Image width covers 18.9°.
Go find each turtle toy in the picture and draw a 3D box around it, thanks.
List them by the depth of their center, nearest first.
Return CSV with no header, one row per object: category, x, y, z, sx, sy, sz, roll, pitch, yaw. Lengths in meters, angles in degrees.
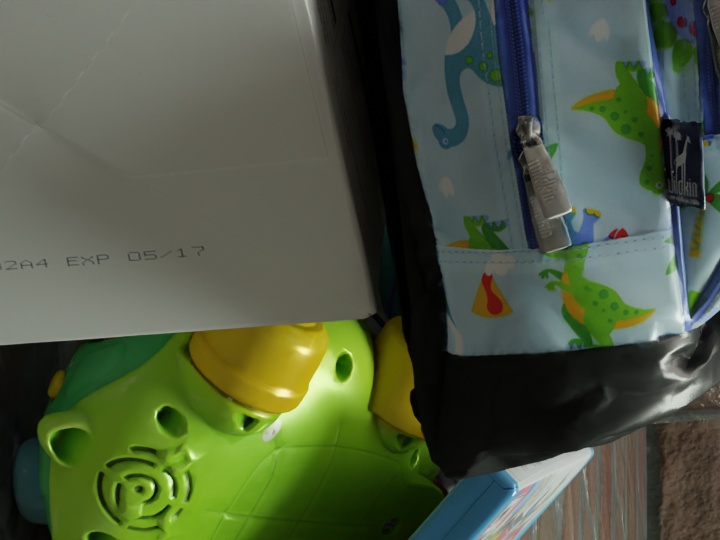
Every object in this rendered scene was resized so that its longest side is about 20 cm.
turtle toy,-0.035,0.059,0.732,0.199,0.101,0.146,13,115,-48

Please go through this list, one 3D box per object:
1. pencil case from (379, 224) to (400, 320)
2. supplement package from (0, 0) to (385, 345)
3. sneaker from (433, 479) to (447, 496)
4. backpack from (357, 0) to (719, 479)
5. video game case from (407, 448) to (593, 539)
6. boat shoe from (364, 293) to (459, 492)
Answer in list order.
pencil case,0.058,-0.008,0.773,0.200,0.084,0.093,160,-53,-81
supplement package,-0.072,-0.103,0.611,0.201,0.150,0.152,-83,165,-48
sneaker,-0.047,0.091,0.903,0.079,0.115,0.200,56,-11,-14
backpack,0.059,-0.072,0.567,0.202,0.153,0.163,70,21,-8
video game case,0.020,0.117,0.771,0.018,0.143,0.200,42,8,10
boat shoe,0.000,0.000,0.910,0.200,0.067,0.074,52,-10,10
